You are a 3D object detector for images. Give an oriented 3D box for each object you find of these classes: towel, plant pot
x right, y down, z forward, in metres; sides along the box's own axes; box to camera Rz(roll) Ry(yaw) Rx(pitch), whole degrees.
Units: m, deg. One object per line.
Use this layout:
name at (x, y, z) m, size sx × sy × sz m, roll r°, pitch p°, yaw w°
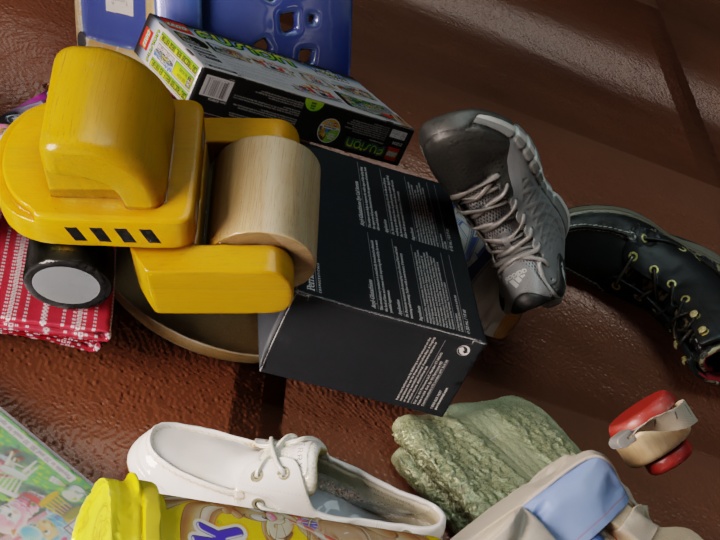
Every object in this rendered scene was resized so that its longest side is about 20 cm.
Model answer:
towel at (0.123, 0.163, 0.932) m, size 0.148 × 0.037 × 0.200 m, roll -11°, pitch 47°, yaw -42°
towel at (-0.263, -0.008, 0.895) m, size 0.200 × 0.023 × 0.145 m, roll 9°, pitch 36°, yaw -14°
plant pot at (-0.107, 0.003, 1.006) m, size 0.200 × 0.027 × 0.200 m, roll 19°, pitch 34°, yaw -13°
plant pot at (-0.134, -0.254, 1.153) m, size 0.180 × 0.200 × 0.200 m, roll -13°, pitch 22°, yaw -36°

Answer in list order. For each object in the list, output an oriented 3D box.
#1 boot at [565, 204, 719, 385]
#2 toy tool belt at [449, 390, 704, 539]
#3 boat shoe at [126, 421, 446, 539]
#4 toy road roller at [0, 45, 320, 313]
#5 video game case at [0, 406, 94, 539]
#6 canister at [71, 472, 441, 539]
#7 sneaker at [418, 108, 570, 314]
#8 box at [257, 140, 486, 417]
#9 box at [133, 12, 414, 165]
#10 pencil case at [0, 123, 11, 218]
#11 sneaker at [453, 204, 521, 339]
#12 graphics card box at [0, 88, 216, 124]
boot at (0.264, 0.021, 1.190) m, size 0.203 × 0.074 × 0.154 m, roll 17°, pitch 29°, yaw -20°
toy tool belt at (0.141, 0.176, 0.809) m, size 0.200 × 0.125 × 0.123 m, roll -34°, pitch 87°, yaw -13°
boat shoe at (-0.042, 0.130, 0.831) m, size 0.200 × 0.069 × 0.071 m, roll 21°, pitch 34°, yaw -7°
toy road roller at (-0.125, -0.059, 0.837) m, size 0.200 × 0.146 × 0.123 m, roll 2°, pitch 57°, yaw -1°
video game case at (-0.253, 0.123, 0.738) m, size 0.200 × 0.022 × 0.182 m, roll 36°, pitch 34°, yaw 15°
canister at (-0.048, 0.194, 0.709) m, size 0.200 × 0.087 × 0.149 m, roll 13°, pitch 45°, yaw -23°
sneaker at (0.112, -0.031, 1.009) m, size 0.200 × 0.075 × 0.116 m, roll 38°, pitch 41°, yaw -48°
box at (0.000, 0.000, 0.988) m, size 0.141 × 0.079 × 0.200 m, roll 18°, pitch 33°, yaw -17°
box at (-0.065, -0.140, 1.054) m, size 0.200 × 0.035 × 0.110 m, roll 12°, pitch 22°, yaw -37°
pencil case at (-0.321, -0.086, 0.889) m, size 0.200 × 0.087 × 0.083 m, roll 21°, pitch 3°, yaw 4°
sneaker at (0.086, -0.030, 1.143) m, size 0.088 × 0.075 × 0.200 m, roll 16°, pitch 33°, yaw -15°
graphics card box at (-0.188, -0.098, 1.030) m, size 0.125 × 0.051 × 0.200 m, roll 19°, pitch 23°, yaw 4°
